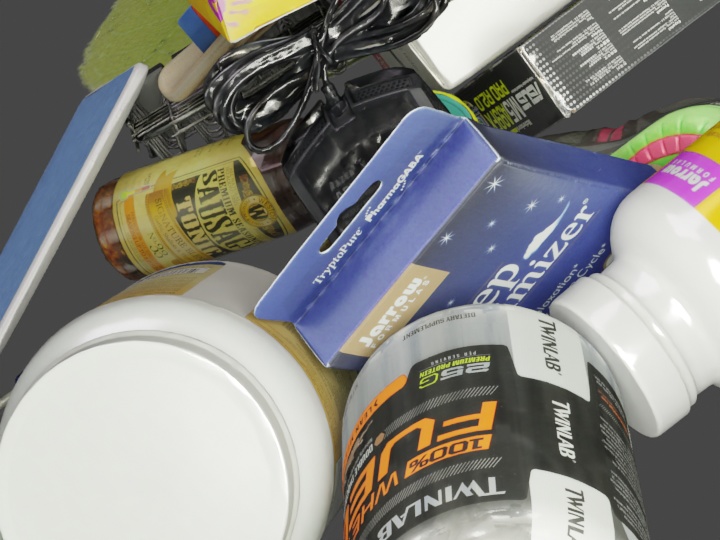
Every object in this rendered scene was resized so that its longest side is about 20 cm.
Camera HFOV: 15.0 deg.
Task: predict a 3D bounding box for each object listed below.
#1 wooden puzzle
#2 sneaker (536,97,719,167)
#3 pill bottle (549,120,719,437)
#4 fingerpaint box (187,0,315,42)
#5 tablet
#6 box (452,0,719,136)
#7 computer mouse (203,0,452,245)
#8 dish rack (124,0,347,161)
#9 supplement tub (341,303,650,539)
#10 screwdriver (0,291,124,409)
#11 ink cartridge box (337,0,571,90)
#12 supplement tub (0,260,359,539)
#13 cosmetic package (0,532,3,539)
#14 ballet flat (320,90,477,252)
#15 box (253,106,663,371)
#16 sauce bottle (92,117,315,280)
[{"bbox_3d":[-0.021,-0.183,1.479,0.185,0.046,0.200,-42,7,-26],"label":"wooden puzzle"},{"bbox_3d":[0.133,-0.040,1.317,0.083,0.077,0.199,-15,6,-41],"label":"sneaker"},{"bbox_3d":[0.179,-0.018,1.172,0.200,0.105,0.104,-38,27,-11],"label":"pill bottle"},{"bbox_3d":[-0.014,-0.210,1.350,0.199,0.074,0.167,-26,31,-10],"label":"fingerpaint box"},{"bbox_3d":[-0.183,-0.024,1.568,0.201,0.014,0.130,-64,15,-15],"label":"tablet"},{"bbox_3d":[0.149,-0.141,1.405,0.200,0.044,0.160,-38,3,-12],"label":"box"},{"bbox_3d":[0.025,-0.040,1.324,0.138,0.201,0.053,-29,-8,9],"label":"computer mouse"},{"bbox_3d":[-0.071,-0.114,1.616,0.153,0.055,0.200,-33,14,2],"label":"dish rack"},{"bbox_3d":[0.054,0.111,1.071,0.122,0.123,0.200,-26,27,12],"label":"supplement tub"},{"bbox_3d":[-0.202,0.076,1.507,0.200,0.028,0.029,-36,-2,-13],"label":"screwdriver"},{"bbox_3d":[0.068,-0.170,1.494,0.144,0.085,0.200,-37,6,-2],"label":"ink cartridge box"},{"bbox_3d":[-0.076,0.077,1.180,0.144,0.145,0.200,-28,2,9],"label":"supplement tub"},{"bbox_3d":[-0.214,0.188,1.183,0.199,0.165,0.165,-29,28,7],"label":"cosmetic package"},{"bbox_3d":[0.000,0.000,1.378,0.201,0.067,0.067,-60,4,-14],"label":"ballet flat"},{"bbox_3d":[0.051,-0.005,1.178,0.121,0.199,0.032,-51,58,20],"label":"box"},{"bbox_3d":[-0.055,-0.049,1.519,0.199,0.066,0.066,-20,29,29],"label":"sauce bottle"}]
